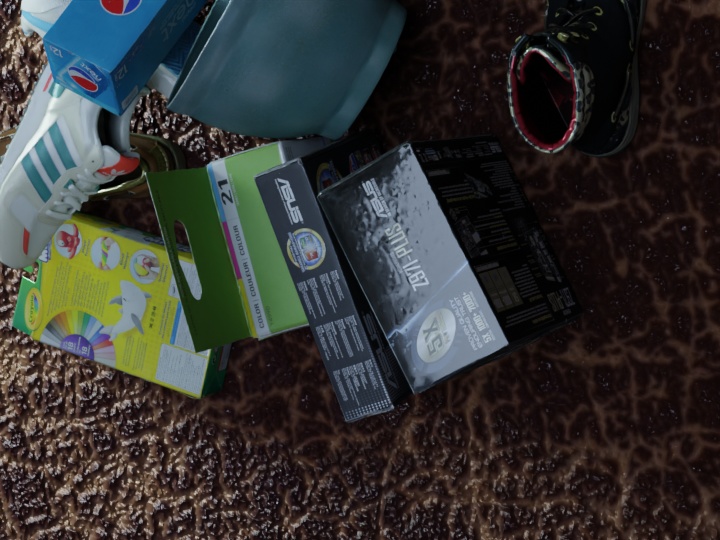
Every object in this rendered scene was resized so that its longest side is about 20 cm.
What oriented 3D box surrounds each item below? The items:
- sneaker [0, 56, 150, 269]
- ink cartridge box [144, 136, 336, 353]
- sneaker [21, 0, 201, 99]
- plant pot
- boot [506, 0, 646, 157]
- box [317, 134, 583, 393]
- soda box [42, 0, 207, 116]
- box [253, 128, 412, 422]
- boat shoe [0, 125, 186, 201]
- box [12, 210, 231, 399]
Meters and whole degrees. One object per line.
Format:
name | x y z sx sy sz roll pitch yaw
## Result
sneaker | -0.235 -0.083 1.614 0.093 0.070 0.201 27 99 23
ink cartridge box | -0.074 -0.022 1.552 0.075 0.200 0.149 -15 90 24
sneaker | -0.201 -0.190 1.666 0.200 0.076 0.081 36 124 18
plant pot | -0.048 -0.183 1.545 0.134 0.200 0.201 29 108 -10
boot | 0.158 -0.182 1.459 0.073 0.154 0.205 -1 95 23
box | 0.072 -0.010 1.490 0.086 0.200 0.164 -29 85 22
soda box | -0.168 -0.226 1.584 0.068 0.064 0.200 27 64 15
box | 0.000 0.000 1.534 0.044 0.160 0.201 -19 94 23
boat shoe | -0.251 -0.095 1.694 0.199 0.068 0.072 0 96 24
box | -0.202 0.024 1.698 0.199 0.048 0.118 18 103 18
